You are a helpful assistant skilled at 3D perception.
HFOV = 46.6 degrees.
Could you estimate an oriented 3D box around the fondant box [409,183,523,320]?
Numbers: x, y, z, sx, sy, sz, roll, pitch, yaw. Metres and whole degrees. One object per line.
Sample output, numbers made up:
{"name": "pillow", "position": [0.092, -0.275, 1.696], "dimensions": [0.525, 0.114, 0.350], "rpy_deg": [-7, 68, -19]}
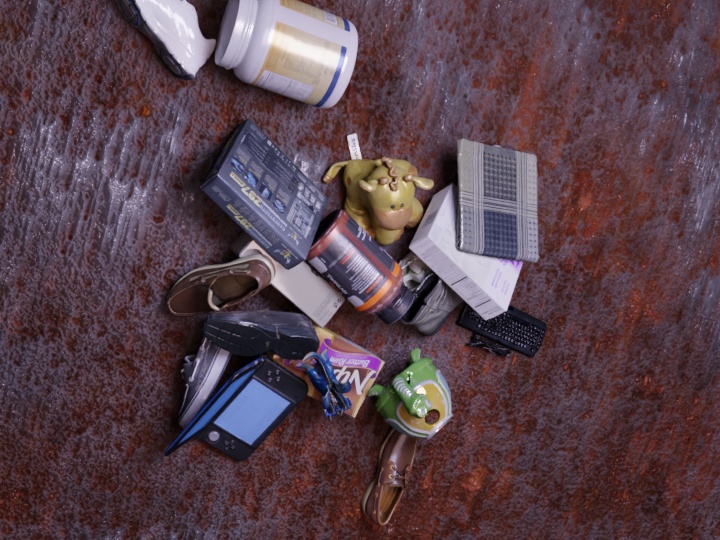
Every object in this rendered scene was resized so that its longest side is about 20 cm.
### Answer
{"name": "fondant box", "position": [0.192, -0.033, 1.477], "dimensions": [0.200, 0.058, 0.145], "rpy_deg": [43, 49, -17]}

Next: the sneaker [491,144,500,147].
{"name": "sneaker", "position": [0.248, -0.120, 1.550], "dimensions": [0.098, 0.071, 0.203], "rpy_deg": [-28, 103, -14]}

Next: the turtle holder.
{"name": "turtle holder", "position": [0.105, 0.225, 1.495], "dimensions": [0.140, 0.186, 0.132], "rpy_deg": [-34, 74, -28]}

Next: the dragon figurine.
{"name": "dragon figurine", "position": [-0.053, 0.190, 1.397], "dimensions": [0.058, 0.201, 0.100], "rpy_deg": [-32, 73, -13]}

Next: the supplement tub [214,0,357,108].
{"name": "supplement tub", "position": [-0.117, -0.352, 1.315], "dimensions": [0.197, 0.144, 0.147], "rpy_deg": [15, 96, -23]}

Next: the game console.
{"name": "game console", "position": [-0.202, 0.248, 1.391], "dimensions": [0.170, 0.119, 0.200], "rpy_deg": [36, 107, -24]}

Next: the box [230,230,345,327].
{"name": "box", "position": [-0.123, 0.005, 1.422], "dimensions": [0.200, 0.082, 0.069], "rpy_deg": [43, 85, -25]}

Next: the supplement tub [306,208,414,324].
{"name": "supplement tub", "position": [0.000, 0.000, 1.411], "dimensions": [0.200, 0.107, 0.107], "rpy_deg": [44, 84, -14]}

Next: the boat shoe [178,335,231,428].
{"name": "boat shoe", "position": [-0.269, 0.168, 1.406], "dimensions": [0.067, 0.072, 0.202], "rpy_deg": [27, 101, -1]}

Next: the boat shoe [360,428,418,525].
{"name": "boat shoe", "position": [0.066, 0.387, 1.583], "dimensions": [0.071, 0.067, 0.203], "rpy_deg": [21, 93, -24]}

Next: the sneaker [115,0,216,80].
{"name": "sneaker", "position": [-0.304, -0.393, 1.283], "dimensions": [0.087, 0.074, 0.201], "rpy_deg": [-48, 121, -19]}

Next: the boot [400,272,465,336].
{"name": "boot", "position": [0.153, 0.029, 1.506], "dimensions": [0.201, 0.067, 0.131], "rpy_deg": [-53, 156, -3]}

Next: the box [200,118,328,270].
{"name": "box", "position": [-0.149, -0.123, 1.351], "dimensions": [0.051, 0.159, 0.200], "rpy_deg": [-29, 119, 35]}

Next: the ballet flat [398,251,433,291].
{"name": "ballet flat", "position": [0.082, 0.021, 1.515], "dimensions": [0.199, 0.072, 0.072], "rpy_deg": [-34, 111, -13]}

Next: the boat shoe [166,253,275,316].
{"name": "boat shoe", "position": [-0.234, 0.031, 1.339], "dimensions": [0.200, 0.075, 0.075], "rpy_deg": [-23, 110, 21]}

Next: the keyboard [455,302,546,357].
{"name": "keyboard", "position": [0.280, 0.120, 1.628], "dimensions": [0.198, 0.040, 0.106], "rpy_deg": [23, 91, -23]}

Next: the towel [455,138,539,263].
{"name": "towel", "position": [0.239, -0.122, 1.473], "dimensions": [0.190, 0.034, 0.204], "rpy_deg": [6, 81, -32]}

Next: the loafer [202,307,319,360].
{"name": "loafer", "position": [-0.165, 0.096, 1.373], "dimensions": [0.197, 0.073, 0.073], "rpy_deg": [14, 126, -27]}

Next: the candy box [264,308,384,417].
{"name": "candy box", "position": [-0.069, 0.166, 1.490], "dimensions": [0.198, 0.056, 0.118], "rpy_deg": [30, 90, -22]}

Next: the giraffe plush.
{"name": "giraffe plush", "position": [0.044, -0.131, 1.414], "dimensions": [0.171, 0.162, 0.202], "rpy_deg": [-34, 112, -11]}
